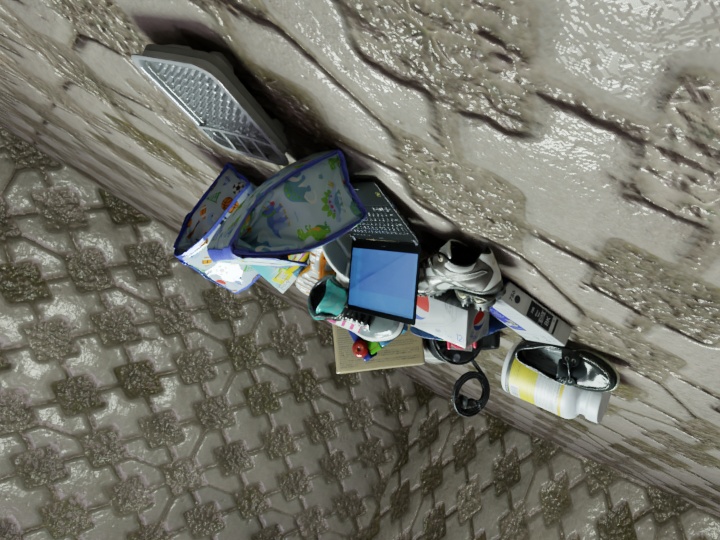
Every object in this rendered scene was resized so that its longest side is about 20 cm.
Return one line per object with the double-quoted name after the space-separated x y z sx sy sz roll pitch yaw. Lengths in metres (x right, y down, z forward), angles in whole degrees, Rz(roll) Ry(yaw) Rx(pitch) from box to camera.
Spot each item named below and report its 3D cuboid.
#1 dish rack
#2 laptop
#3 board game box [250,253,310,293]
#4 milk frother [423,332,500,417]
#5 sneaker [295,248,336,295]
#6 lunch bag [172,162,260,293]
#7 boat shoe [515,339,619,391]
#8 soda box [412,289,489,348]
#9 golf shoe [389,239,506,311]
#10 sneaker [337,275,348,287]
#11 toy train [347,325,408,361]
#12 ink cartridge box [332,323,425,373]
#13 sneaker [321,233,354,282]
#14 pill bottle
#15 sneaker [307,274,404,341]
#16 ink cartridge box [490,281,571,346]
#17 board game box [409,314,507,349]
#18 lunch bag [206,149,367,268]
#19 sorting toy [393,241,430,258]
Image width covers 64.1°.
-0.184 -0.221 0.751 0.168 0.045 0.200 22 167 33 "dish rack"
-0.001 -0.030 0.887 0.174 0.105 0.201 8 147 51 "laptop"
-0.142 -0.054 1.085 0.047 0.151 0.200 42 175 23 "board game box"
0.202 0.200 1.274 0.175 0.206 0.188 23 170 -4 "milk frother"
-0.071 -0.014 1.127 0.076 0.079 0.202 24 140 -6 "sneaker"
-0.248 -0.072 1.122 0.169 0.202 0.123 36 -179 -45 "lunch bag"
0.367 0.173 1.046 0.064 0.077 0.197 -9 -156 -37 "boat shoe"
0.112 0.054 0.936 0.067 0.066 0.196 -20 -151 -39 "soda box"
0.125 -0.009 0.868 0.195 0.078 0.097 9 124 36 "golf shoe"
0.006 0.009 1.226 0.113 0.075 0.200 23 166 39 "sneaker"
0.006 0.067 1.166 0.204 0.114 0.084 61 -162 8 "toy train"
0.035 0.130 1.253 0.192 0.172 0.075 -5 171 0 "ink cartridge box"
0.000 0.000 1.041 0.198 0.072 0.080 37 167 -23 "sneaker"
0.389 0.224 1.146 0.196 0.115 0.112 19 167 37 "pill bottle"
-0.022 0.064 1.034 0.195 0.086 0.120 11 167 37 "sneaker"
0.251 0.061 0.957 0.197 0.040 0.099 32 168 -24 "ink cartridge box"
0.191 0.121 1.071 0.195 0.041 0.155 -13 -169 -39 "board game box"
-0.112 -0.067 0.799 0.169 0.196 0.131 -3 114 65 "lunch bag"
0.057 -0.040 1.006 0.182 0.037 0.200 18 160 43 "sorting toy"
